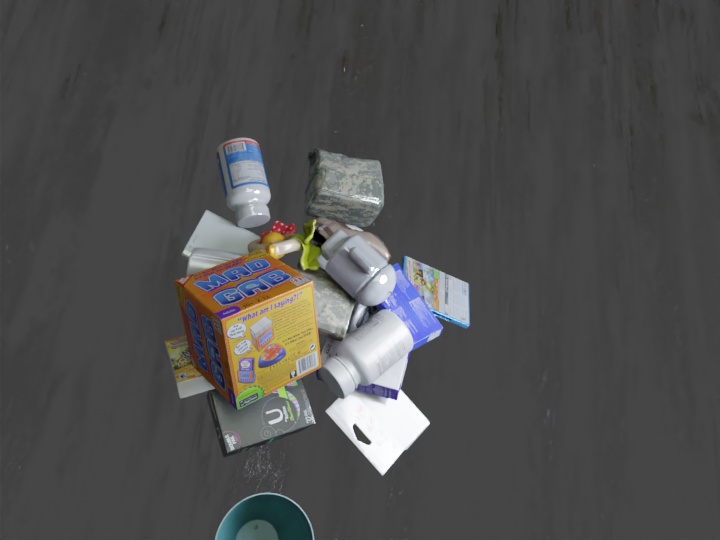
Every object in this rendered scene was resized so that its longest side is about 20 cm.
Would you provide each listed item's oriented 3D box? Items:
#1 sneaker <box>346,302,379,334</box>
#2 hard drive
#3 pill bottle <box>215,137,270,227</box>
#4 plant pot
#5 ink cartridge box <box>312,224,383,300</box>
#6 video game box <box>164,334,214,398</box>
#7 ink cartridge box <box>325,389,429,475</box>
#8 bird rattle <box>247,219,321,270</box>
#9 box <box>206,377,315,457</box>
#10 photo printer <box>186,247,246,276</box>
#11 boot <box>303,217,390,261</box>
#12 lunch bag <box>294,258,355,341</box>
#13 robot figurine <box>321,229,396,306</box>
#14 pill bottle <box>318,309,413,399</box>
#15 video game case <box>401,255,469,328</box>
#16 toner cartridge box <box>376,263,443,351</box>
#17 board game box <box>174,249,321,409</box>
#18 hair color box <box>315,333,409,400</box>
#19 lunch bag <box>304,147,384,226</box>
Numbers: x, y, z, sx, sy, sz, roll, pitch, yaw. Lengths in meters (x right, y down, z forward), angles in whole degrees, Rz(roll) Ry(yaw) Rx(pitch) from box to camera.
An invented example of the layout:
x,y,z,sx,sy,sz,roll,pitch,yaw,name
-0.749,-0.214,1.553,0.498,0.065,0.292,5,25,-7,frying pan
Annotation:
x,y,z,sx,sy,sz,roll,pitch,yaw,name
0.044,0.101,1.581,0.113,0.076,0.201,27,63,-3,sneaker
-0.313,-0.045,1.552,0.199,0.026,0.133,27,66,-7,hard drive
-0.283,-0.212,1.572,0.111,0.112,0.202,-9,75,-19,pill bottle
-0.205,0.564,1.313,0.198,0.135,0.202,5,70,-15,plant pot
-0.046,-0.033,1.629,0.160,0.050,0.201,31,47,-5,ink cartridge box
-0.313,0.186,1.396,0.198,0.182,0.047,-14,116,-20,video game box
0.037,0.348,1.511,0.176,0.045,0.200,-41,86,-26,ink cartridge box
-0.186,-0.069,1.477,0.162,0.199,0.114,-16,114,-40,bird rattle
-0.222,0.303,1.404,0.198,0.124,0.150,-14,75,-20,box
-0.285,-0.002,1.444,0.198,0.166,0.070,9,95,-11,photo printer
-0.039,-0.065,1.555,0.199,0.071,0.146,31,25,21,boot
-0.099,0.081,1.470,0.163,0.118,0.200,21,24,-2,lunch bag
0.000,0.000,1.444,0.200,0.170,0.113,43,80,10,robot figurine
0.011,0.187,1.410,0.199,0.114,0.115,-36,85,-23,pill bottle
0.191,0.055,1.637,0.198,0.018,0.144,23,46,-16,video game case
0.100,0.086,1.519,0.094,0.043,0.201,-23,64,-21,toner cartridge box
-0.220,0.108,1.267,0.199,0.199,0.202,-22,123,-32,board game box
0.005,0.220,1.495,0.198,0.065,0.110,15,56,8,hair color box
-0.039,-0.222,1.634,0.198,0.139,0.169,9,63,-17,lunch bag
